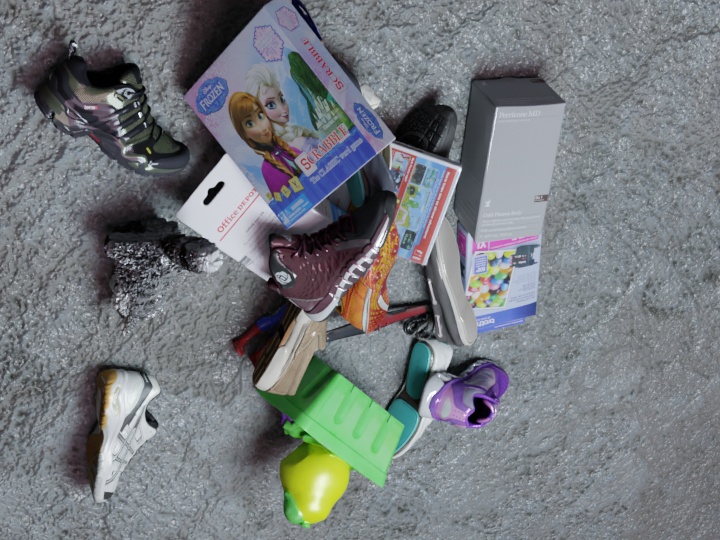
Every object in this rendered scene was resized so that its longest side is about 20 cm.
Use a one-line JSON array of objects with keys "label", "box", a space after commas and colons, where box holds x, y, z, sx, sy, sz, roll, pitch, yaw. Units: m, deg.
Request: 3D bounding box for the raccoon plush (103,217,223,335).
[{"label": "raccoon plush", "box": [-0.241, 0.023, 1.622, 0.096, 0.199, 0.135, -17, 115, -31]}]

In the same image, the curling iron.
[{"label": "curling iron", "box": [0.027, 0.080, 1.855, 0.198, 0.025, 0.050, -7, 96, -38]}]

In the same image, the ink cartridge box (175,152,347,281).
[{"label": "ink cartridge box", "box": [-0.117, -0.066, 1.668, 0.199, 0.067, 0.116, 35, 111, -22]}]

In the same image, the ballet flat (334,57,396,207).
[{"label": "ballet flat", "box": [-0.003, -0.175, 1.638, 0.072, 0.073, 0.202, -18, 90, -14]}]

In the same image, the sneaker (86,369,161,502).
[{"label": "sneaker", "box": [-0.310, 0.223, 1.786, 0.087, 0.076, 0.202, 1, 121, -26]}]

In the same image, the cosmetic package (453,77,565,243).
[{"label": "cosmetic package", "box": [0.194, -0.147, 1.778, 0.106, 0.090, 0.202, -7, 127, -18]}]

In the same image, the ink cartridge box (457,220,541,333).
[{"label": "ink cartridge box", "box": [0.194, 0.012, 1.914, 0.118, 0.042, 0.202, -12, 127, -18]}]

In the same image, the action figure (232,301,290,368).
[{"label": "action figure", "box": [-0.078, 0.053, 1.806, 0.200, 0.052, 0.065, -43, 124, 3]}]

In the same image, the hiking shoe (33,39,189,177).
[{"label": "hiking shoe", "box": [-0.265, -0.180, 1.541, 0.199, 0.076, 0.101, 26, 111, -35]}]

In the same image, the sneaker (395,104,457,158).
[{"label": "sneaker", "box": [0.081, -0.125, 1.757, 0.090, 0.076, 0.201, 2, 125, -39]}]

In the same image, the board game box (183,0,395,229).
[{"label": "board game box", "box": [-0.085, -0.173, 1.519, 0.041, 0.200, 0.200, -40, -178, -42]}]

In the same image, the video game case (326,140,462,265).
[{"label": "video game case", "box": [0.012, -0.101, 1.706, 0.198, 0.017, 0.144, 19, 115, -3]}]

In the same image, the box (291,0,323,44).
[{"label": "box", "box": [-0.074, -0.218, 1.580, 0.041, 0.119, 0.202, -16, 126, -15]}]

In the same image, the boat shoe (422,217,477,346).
[{"label": "boat shoe", "box": [0.109, 0.019, 1.854, 0.056, 0.067, 0.202, -2, 121, 27]}]

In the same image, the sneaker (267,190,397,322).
[{"label": "sneaker", "box": [-0.047, -0.032, 1.608, 0.115, 0.076, 0.201, 27, 119, -15]}]

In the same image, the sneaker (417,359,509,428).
[{"label": "sneaker", "box": [0.168, 0.187, 1.949, 0.199, 0.088, 0.081, -10, 118, -55]}]

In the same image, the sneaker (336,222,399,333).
[{"label": "sneaker", "box": [0.000, 0.000, 1.717, 0.073, 0.077, 0.201, -43, 157, -41]}]

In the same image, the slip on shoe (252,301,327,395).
[{"label": "slip on shoe", "box": [-0.070, 0.078, 1.747, 0.060, 0.076, 0.201, 25, 107, -17]}]

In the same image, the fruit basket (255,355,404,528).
[{"label": "fruit basket", "box": [-0.058, 0.246, 1.869, 0.214, 0.155, 0.218, -14, 116, -30]}]

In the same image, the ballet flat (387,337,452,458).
[{"label": "ballet flat", "box": [0.087, 0.188, 1.967, 0.069, 0.070, 0.202, 6, 116, -28]}]
